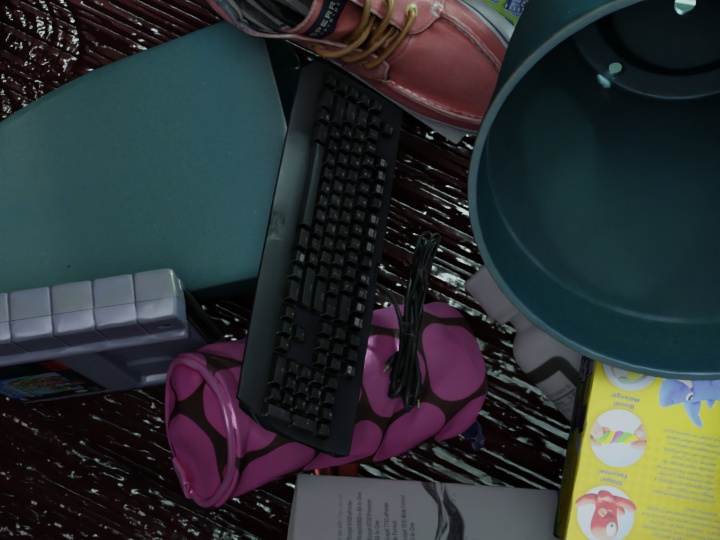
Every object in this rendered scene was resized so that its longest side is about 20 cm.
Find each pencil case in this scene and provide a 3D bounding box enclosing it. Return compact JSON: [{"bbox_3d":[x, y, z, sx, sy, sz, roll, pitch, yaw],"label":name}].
[{"bbox_3d":[-0.019,0.077,0.721,0.091,0.199,0.094,56,132,29],"label":"pencil case"}]

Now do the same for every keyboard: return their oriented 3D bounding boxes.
[{"bbox_3d":[0.000,0.000,0.676,0.127,0.021,0.201,28,62,-39],"label":"keyboard"}]

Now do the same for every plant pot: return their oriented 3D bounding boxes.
[{"bbox_3d":[0.157,-0.086,0.595,0.198,0.189,0.201,6,129,7],"label":"plant pot"},{"bbox_3d":[-0.124,-0.044,0.753,0.199,0.141,0.142,-15,86,5],"label":"plant pot"}]

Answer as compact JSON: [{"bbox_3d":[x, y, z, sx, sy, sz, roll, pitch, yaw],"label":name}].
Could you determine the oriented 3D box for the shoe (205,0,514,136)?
[{"bbox_3d":[-0.001,-0.126,0.657,0.199,0.091,0.072,35,116,3],"label":"shoe"}]

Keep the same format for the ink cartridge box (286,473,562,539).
[{"bbox_3d":[0.054,0.203,0.734,0.198,0.084,0.146,4,113,-2],"label":"ink cartridge box"}]

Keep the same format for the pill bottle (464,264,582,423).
[{"bbox_3d":[0.163,0.049,0.756,0.114,0.114,0.200,-42,87,-2],"label":"pill bottle"}]

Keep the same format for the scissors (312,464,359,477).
[{"bbox_3d":[-0.007,0.146,0.800,0.073,0.014,0.202,-15,86,-1],"label":"scissors"}]

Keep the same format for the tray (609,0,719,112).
[{"bbox_3d":[0.206,-0.105,0.705,0.199,0.022,0.108,14,101,19],"label":"tray"}]

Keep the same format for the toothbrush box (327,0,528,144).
[{"bbox_3d":[0.053,-0.199,0.713,0.145,0.086,0.201,34,116,3],"label":"toothbrush box"}]

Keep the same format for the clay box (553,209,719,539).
[{"bbox_3d":[0.170,0.078,0.672,0.114,0.048,0.202,11,85,1],"label":"clay box"}]

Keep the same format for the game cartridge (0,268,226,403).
[{"bbox_3d":[-0.148,0.043,0.714,0.129,0.200,0.039,-13,77,-1],"label":"game cartridge"}]
